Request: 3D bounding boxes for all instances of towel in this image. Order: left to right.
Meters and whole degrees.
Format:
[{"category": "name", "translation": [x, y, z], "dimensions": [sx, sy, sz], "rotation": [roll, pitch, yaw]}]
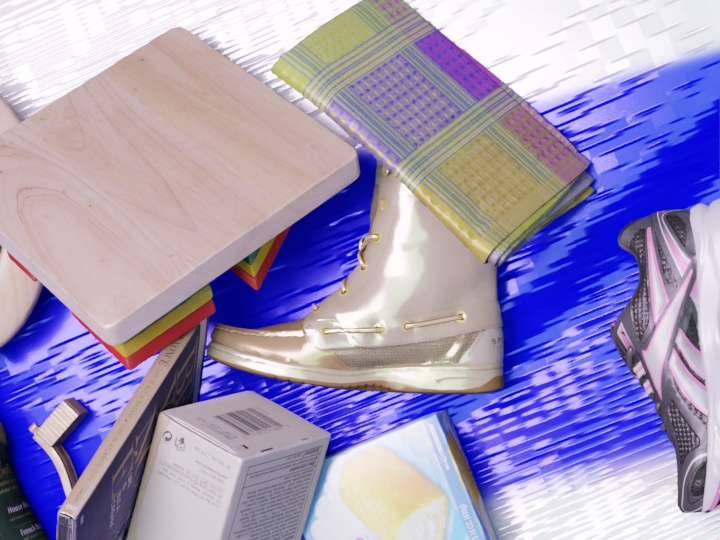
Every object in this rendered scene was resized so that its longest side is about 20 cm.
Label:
[{"category": "towel", "translation": [0.051, -0.093, 1.206], "dimensions": [0.200, 0.143, 0.023], "rotation": [42, 133, 8]}]

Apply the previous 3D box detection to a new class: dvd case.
[{"category": "dvd case", "translation": [-0.143, 0.134, 1.171], "dimensions": [0.016, 0.201, 0.150], "rotation": [18, 131, 9]}]

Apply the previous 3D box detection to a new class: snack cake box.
[{"category": "snack cake box", "translation": [0.039, 0.206, 1.231], "dimensions": [0.114, 0.067, 0.202], "rotation": [-23, 85, 8]}]

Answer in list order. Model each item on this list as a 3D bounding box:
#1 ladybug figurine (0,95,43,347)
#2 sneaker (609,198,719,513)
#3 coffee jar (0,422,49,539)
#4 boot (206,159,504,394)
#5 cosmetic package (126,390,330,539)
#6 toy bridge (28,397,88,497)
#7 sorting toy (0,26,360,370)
[{"category": "ladybug figurine", "translation": [-0.274, -0.035, 1.285], "dimensions": [0.134, 0.072, 0.202], "rotation": [-6, 87, 9]}, {"category": "sneaker", "translation": [0.206, 0.056, 1.210], "dimensions": [0.086, 0.080, 0.202], "rotation": [-2, 81, 21]}, {"category": "coffee jar", "translation": [-0.267, 0.183, 1.274], "dimensions": [0.104, 0.085, 0.201], "rotation": [-27, 86, 11]}, {"category": "boot", "translation": [0.000, 0.000, 1.235], "dimensions": [0.198, 0.073, 0.157], "rotation": [3, 91, 3]}, {"category": "cosmetic package", "translation": [-0.097, 0.187, 1.190], "dimensions": [0.073, 0.103, 0.202], "rotation": [26, 107, 29]}, {"category": "toy bridge", "translation": [-0.156, 0.176, 1.284], "dimensions": [0.200, 0.027, 0.067], "rotation": [43, 97, 7]}, {"category": "sorting toy", "translation": [-0.131, -0.044, 1.204], "dimensions": [0.198, 0.070, 0.200], "rotation": [-36, 49, -21]}]
